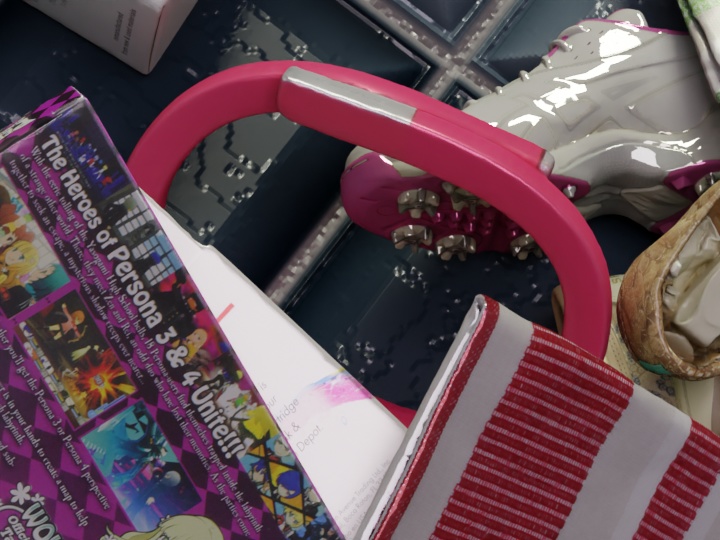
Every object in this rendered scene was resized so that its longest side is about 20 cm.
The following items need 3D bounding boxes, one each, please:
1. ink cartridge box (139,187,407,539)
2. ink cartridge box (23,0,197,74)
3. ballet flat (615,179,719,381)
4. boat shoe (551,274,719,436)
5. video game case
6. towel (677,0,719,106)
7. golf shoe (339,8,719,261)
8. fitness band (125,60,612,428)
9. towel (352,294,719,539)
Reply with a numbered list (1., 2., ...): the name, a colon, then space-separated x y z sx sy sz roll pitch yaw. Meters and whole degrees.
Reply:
1. ink cartridge box: -0.053 0.073 1.056 0.200 0.067 0.117 44 84 2
2. ink cartridge box: -0.131 -0.199 1.168 0.199 0.083 0.146 32 72 1
3. ballet flat: 0.173 -0.033 1.077 0.070 0.065 0.200 34 103 -11
4. boat shoe: 0.113 0.096 1.134 0.062 0.073 0.201 -2 64 -3
5. video game case: -0.121 0.070 0.968 0.181 0.036 0.201 -32 107 -6
6. towel: 0.192 -0.146 1.174 0.148 0.031 0.201 -19 47 3
7. golf shoe: 0.082 -0.057 1.174 0.199 0.075 0.092 -5 66 -18
8. fitness band: 0.000 0.000 1.115 0.199 0.037 0.144 23 115 3
9. towel: 0.087 0.116 1.028 0.200 0.023 0.145 32 79 -28
